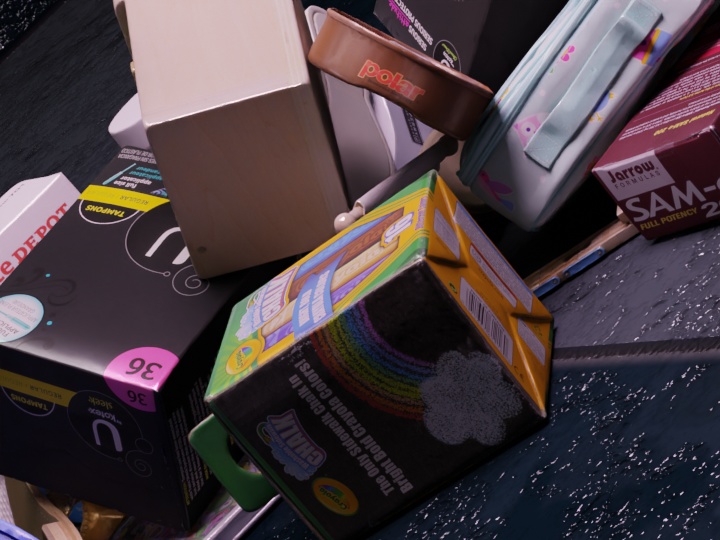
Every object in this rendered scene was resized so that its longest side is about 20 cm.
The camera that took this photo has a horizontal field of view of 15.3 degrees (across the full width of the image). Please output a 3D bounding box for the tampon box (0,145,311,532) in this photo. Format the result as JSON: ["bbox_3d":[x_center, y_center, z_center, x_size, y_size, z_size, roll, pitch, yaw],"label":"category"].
[{"bbox_3d":[-0.132,0.040,1.710,0.149,0.127,0.200,13,45,24],"label":"tampon box"}]

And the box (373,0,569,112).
[{"bbox_3d":[0.118,-0.221,1.754,0.124,0.148,0.201,54,139,40],"label":"box"}]

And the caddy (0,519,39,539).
[{"bbox_3d":[-0.209,0.208,1.585,0.105,0.141,0.200,-53,21,-25],"label":"caddy"}]

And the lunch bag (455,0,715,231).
[{"bbox_3d":[0.141,-0.121,1.650,0.200,0.077,0.160,-55,-6,10],"label":"lunch bag"}]

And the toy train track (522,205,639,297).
[{"bbox_3d":[0.093,0.005,1.636,0.199,0.033,0.115,-33,18,19],"label":"toy train track"}]

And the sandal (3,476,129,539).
[{"bbox_3d":[-0.179,0.165,1.735,0.069,0.078,0.212,-12,18,-14],"label":"sandal"}]

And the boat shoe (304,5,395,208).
[{"bbox_3d":[-0.029,-0.091,1.786,0.062,0.075,0.201,-39,46,28],"label":"boat shoe"}]

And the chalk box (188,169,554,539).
[{"bbox_3d":[-0.004,0.062,1.538,0.199,0.125,0.124,-32,18,20],"label":"chalk box"}]

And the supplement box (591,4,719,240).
[{"bbox_3d":[0.233,-0.112,1.580,0.109,0.061,0.200,-19,26,54],"label":"supplement box"}]

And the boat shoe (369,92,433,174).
[{"bbox_3d":[0.014,-0.067,1.833,0.066,0.070,0.201,-39,50,31],"label":"boat shoe"}]

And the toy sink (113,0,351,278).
[{"bbox_3d":[-0.083,-0.116,1.674,0.111,0.131,0.201,-15,43,2],"label":"toy sink"}]

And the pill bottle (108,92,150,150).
[{"bbox_3d":[-0.079,-0.048,1.853,0.112,0.200,0.112,-36,17,13],"label":"pill bottle"}]

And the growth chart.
[{"bbox_3d":[0.000,0.000,1.675,0.145,0.018,0.200,-43,-17,-37],"label":"growth chart"}]

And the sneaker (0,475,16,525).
[{"bbox_3d":[-0.259,0.204,1.822,0.082,0.074,0.200,-35,15,13],"label":"sneaker"}]

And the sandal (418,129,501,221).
[{"bbox_3d":[0.104,-0.111,1.816,0.200,0.080,0.054,-47,-27,-33],"label":"sandal"}]

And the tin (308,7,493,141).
[{"bbox_3d":[0.023,-0.120,1.629,0.042,0.112,0.200,-59,1,6],"label":"tin"}]

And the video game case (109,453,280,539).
[{"bbox_3d":[-0.093,0.144,1.708,0.200,0.018,0.143,-45,16,-15],"label":"video game case"}]

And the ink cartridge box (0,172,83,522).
[{"bbox_3d":[-0.206,0.055,1.864,0.147,0.200,0.086,-47,18,-22],"label":"ink cartridge box"}]
